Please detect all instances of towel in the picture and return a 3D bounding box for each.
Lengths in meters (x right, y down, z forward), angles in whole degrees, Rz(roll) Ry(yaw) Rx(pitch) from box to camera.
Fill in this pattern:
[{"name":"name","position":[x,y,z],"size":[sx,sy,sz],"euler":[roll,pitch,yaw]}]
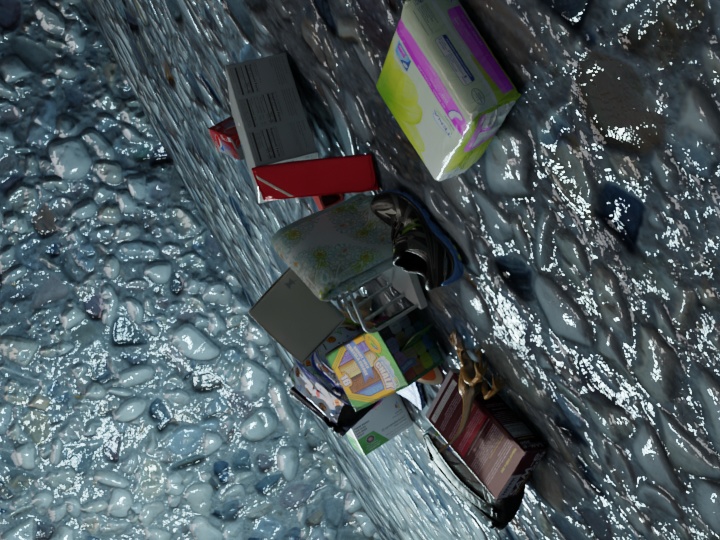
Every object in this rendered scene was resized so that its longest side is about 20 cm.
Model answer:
[{"name":"towel","position":[0.068,0.208,1.921],"size":[0.145,0.024,0.200],"euler":[28,149,35]},{"name":"towel","position":[-0.023,-0.045,1.453],"size":[0.171,0.200,0.048],"euler":[43,153,45]}]

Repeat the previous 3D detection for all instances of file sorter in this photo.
[{"name":"file sorter","position":[0.000,0.000,1.587],"size":[0.200,0.124,0.139],"euler":[39,156,53]}]

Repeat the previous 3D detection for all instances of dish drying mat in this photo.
[{"name":"dish drying mat","position":[-0.073,-0.150,1.472],"size":[0.018,0.200,0.077],"euler":[-82,-17,-44]}]

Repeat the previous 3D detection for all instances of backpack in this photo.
[{"name":"backpack","position":[-0.047,0.208,1.870],"size":[0.190,0.200,0.154],"euler":[28,125,24]},{"name":"backpack","position":[0.202,0.342,1.611],"size":[0.200,0.154,0.163],"euler":[27,154,25]}]

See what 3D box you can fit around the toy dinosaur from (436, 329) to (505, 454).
[{"name":"toy dinosaur","position":[0.177,0.192,1.447],"size":[0.106,0.060,0.200],"euler":[-32,48,54]}]

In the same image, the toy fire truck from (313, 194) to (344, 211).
[{"name":"toy fire truck","position":[-0.112,-0.212,1.723],"size":[0.200,0.049,0.141],"euler":[64,165,-13]}]

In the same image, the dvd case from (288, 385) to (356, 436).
[{"name":"dvd case","position":[-0.043,0.261,1.942],"size":[0.149,0.200,0.016],"euler":[38,125,13]}]

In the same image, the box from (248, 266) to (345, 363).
[{"name":"box","position":[-0.110,0.075,1.552],"size":[0.128,0.109,0.200],"euler":[44,176,-2]}]

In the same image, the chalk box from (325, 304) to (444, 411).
[{"name":"chalk box","position":[0.059,0.152,1.643],"size":[0.200,0.125,0.124],"euler":[-32,86,44]}]

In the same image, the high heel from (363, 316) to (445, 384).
[{"name":"high heel","position":[0.102,0.152,1.764],"size":[0.200,0.067,0.096],"euler":[40,-158,25]}]

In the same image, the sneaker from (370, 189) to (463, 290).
[{"name":"sneaker","position":[0.072,-0.049,1.354],"size":[0.200,0.083,0.071],"euler":[51,163,31]}]

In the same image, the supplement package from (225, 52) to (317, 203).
[{"name":"supplement package","position":[-0.155,-0.247,1.580],"size":[0.156,0.111,0.200],"euler":[101,153,-71]}]

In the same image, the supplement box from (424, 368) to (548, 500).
[{"name":"supplement box","position":[0.203,0.265,1.480],"size":[0.200,0.061,0.109],"euler":[49,124,39]}]

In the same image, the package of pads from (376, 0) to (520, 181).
[{"name":"package of pads","position":[0.094,-0.201,1.013],"size":[0.155,0.068,0.200],"euler":[59,166,8]}]

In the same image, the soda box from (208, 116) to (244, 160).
[{"name":"soda box","position":[-0.289,-0.308,2.092],"size":[0.200,0.070,0.063],"euler":[30,148,62]}]

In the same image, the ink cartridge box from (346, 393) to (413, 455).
[{"name":"ink cartridge box","position":[0.013,0.311,2.139],"size":[0.200,0.145,0.084],"euler":[64,164,-15]}]

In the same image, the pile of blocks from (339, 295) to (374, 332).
[{"name":"pile of blocks","position":[-0.003,0.113,1.952],"size":[0.082,0.062,0.200],"euler":[6,140,14]}]
